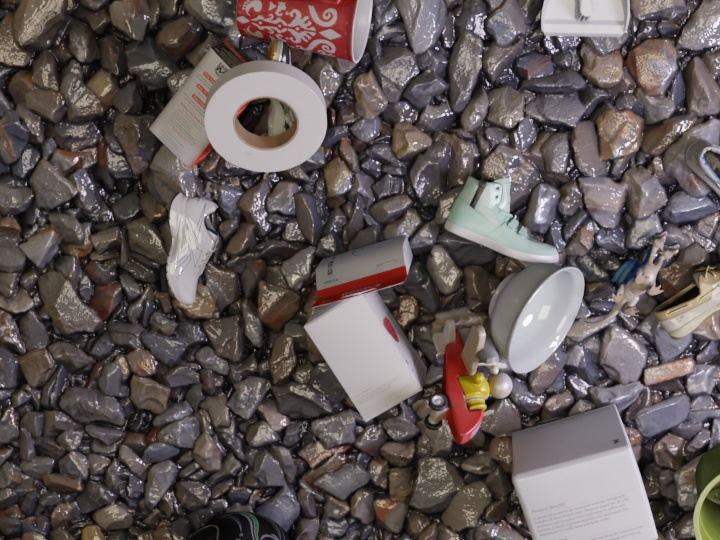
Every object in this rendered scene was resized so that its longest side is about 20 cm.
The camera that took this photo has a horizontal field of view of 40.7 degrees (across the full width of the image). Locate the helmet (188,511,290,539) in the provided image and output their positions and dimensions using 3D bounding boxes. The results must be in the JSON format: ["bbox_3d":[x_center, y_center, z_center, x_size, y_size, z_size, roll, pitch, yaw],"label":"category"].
[{"bbox_3d":[-0.218,0.533,1.765,0.199,0.191,0.201,-8,107,-27],"label":"helmet"}]

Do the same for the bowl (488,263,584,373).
[{"bbox_3d":[0.278,0.065,1.619,0.090,0.201,0.202,32,107,34],"label":"bowl"}]

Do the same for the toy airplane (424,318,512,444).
[{"bbox_3d":[0.186,0.178,1.640,0.141,0.200,0.200,7,95,1],"label":"toy airplane"}]

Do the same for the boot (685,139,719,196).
[{"bbox_3d":[0.611,-0.133,1.557,0.200,0.096,0.074,35,104,-1],"label":"boot"}]

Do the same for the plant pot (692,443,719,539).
[{"bbox_3d":[0.637,0.376,1.613,0.199,0.190,0.201,1,102,7],"label":"plant pot"}]

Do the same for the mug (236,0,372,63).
[{"bbox_3d":[-0.091,-0.437,1.567,0.199,0.134,0.178,11,134,10],"label":"mug"}]

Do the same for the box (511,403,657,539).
[{"bbox_3d":[0.372,0.359,1.642,0.198,0.200,0.172,-18,101,12],"label":"box"}]

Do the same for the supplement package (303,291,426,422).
[{"bbox_3d":[0.011,0.135,1.684,0.120,0.121,0.200,-32,97,13],"label":"supplement package"}]

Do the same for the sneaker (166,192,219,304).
[{"bbox_3d":[-0.296,-0.035,1.718,0.087,0.075,0.201,4,103,2],"label":"sneaker"}]

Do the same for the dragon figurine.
[{"bbox_3d":[0.459,0.022,1.630,0.059,0.099,0.200,35,123,-2],"label":"dragon figurine"}]

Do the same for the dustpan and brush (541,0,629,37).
[{"bbox_3d":[0.362,-0.475,1.538,0.139,0.057,0.201,3,102,7],"label":"dustpan and brush"}]

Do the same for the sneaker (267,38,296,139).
[{"bbox_3d":[-0.113,-0.296,1.616,0.087,0.076,0.200,0,135,-1],"label":"sneaker"}]

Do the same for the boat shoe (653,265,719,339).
[{"bbox_3d":[0.576,0.030,1.608,0.066,0.074,0.200,44,104,-8],"label":"boat shoe"}]

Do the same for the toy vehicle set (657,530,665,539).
[{"bbox_3d":[0.442,0.513,1.753,0.200,0.027,0.124,-42,94,14],"label":"toy vehicle set"}]

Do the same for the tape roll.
[{"bbox_3d":[-0.154,-0.248,1.581,0.202,0.037,0.203,-2,135,-2],"label":"tape roll"}]

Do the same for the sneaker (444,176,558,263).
[{"bbox_3d":[0.254,-0.089,1.628,0.200,0.074,0.119,21,102,2],"label":"sneaker"}]

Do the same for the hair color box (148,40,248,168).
[{"bbox_3d":[-0.259,-0.278,1.637,0.102,0.061,0.200,45,122,-4],"label":"hair color box"}]

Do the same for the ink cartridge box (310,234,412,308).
[{"bbox_3d":[0.000,0.000,1.616,0.160,0.200,0.047,-16,100,10],"label":"ink cartridge box"}]
